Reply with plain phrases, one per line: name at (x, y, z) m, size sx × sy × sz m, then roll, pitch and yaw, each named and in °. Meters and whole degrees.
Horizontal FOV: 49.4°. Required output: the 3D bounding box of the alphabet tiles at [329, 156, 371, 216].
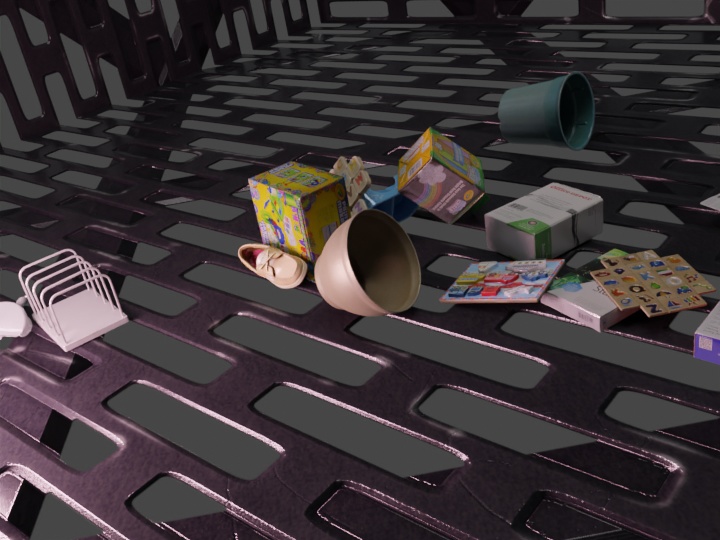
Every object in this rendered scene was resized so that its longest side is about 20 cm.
alphabet tiles at (-0.046, -0.156, 1.758) m, size 0.015 × 0.200 × 0.196 m, roll 13°, pitch 40°, yaw -35°

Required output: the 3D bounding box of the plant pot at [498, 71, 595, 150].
plant pot at (0.483, -0.414, 2.067) m, size 0.196 × 0.201 × 0.200 m, roll 6°, pitch 31°, yaw 41°

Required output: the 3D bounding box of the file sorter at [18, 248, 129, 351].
file sorter at (-0.600, 0.053, 1.621) m, size 0.139 × 0.125 × 0.200 m, roll -29°, pitch 34°, yaw -30°

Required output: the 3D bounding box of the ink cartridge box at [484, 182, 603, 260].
ink cartridge box at (0.380, -0.097, 1.613) m, size 0.200 × 0.084 × 0.146 m, roll -24°, pitch 32°, yaw -25°

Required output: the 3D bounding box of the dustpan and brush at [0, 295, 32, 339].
dustpan and brush at (-0.757, 0.097, 1.681) m, size 0.139 × 0.057 × 0.200 m, roll 2°, pitch 35°, yaw 0°

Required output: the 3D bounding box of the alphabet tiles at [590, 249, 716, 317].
alphabet tiles at (0.507, 0.019, 1.368) m, size 0.166 × 0.006 × 0.200 m, roll -12°, pitch 29°, yaw -2°

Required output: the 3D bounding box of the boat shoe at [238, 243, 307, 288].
boat shoe at (-0.191, -0.014, 1.641) m, size 0.200 × 0.069 × 0.074 m, roll 14°, pitch 78°, yaw 48°

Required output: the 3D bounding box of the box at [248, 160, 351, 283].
box at (-0.122, -0.107, 1.675) m, size 0.122 × 0.200 × 0.192 m, roll -29°, pitch 34°, yaw -31°

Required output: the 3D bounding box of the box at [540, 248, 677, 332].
box at (0.445, 0.031, 1.408) m, size 0.200 × 0.036 × 0.144 m, roll -24°, pitch 31°, yaw -25°

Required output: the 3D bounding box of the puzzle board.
puzzle board at (0.267, 0.017, 1.478) m, size 0.200 × 0.017 × 0.151 m, roll -2°, pitch 28°, yaw 36°

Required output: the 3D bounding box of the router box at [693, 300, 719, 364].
router box at (0.647, 0.097, 1.204) m, size 0.200 × 0.049 × 0.179 m, roll 16°, pitch 37°, yaw 39°

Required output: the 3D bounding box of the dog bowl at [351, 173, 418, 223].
dog bowl at (0.058, -0.147, 1.792) m, size 0.200 × 0.112 × 0.050 m, roll -26°, pitch 51°, yaw -28°

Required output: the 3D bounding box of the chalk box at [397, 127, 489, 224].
chalk box at (0.197, -0.201, 1.760) m, size 0.124 × 0.200 × 0.124 m, roll -44°, pitch 28°, yaw 34°

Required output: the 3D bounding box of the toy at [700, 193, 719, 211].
toy at (0.781, -0.100, 1.526) m, size 0.115 × 0.047 × 0.200 m, roll -23°, pitch 34°, yaw -29°

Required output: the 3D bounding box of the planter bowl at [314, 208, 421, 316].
planter bowl at (0.000, 0.000, 1.479) m, size 0.135 × 0.200 × 0.200 m, roll -23°, pitch 15°, yaw 40°
